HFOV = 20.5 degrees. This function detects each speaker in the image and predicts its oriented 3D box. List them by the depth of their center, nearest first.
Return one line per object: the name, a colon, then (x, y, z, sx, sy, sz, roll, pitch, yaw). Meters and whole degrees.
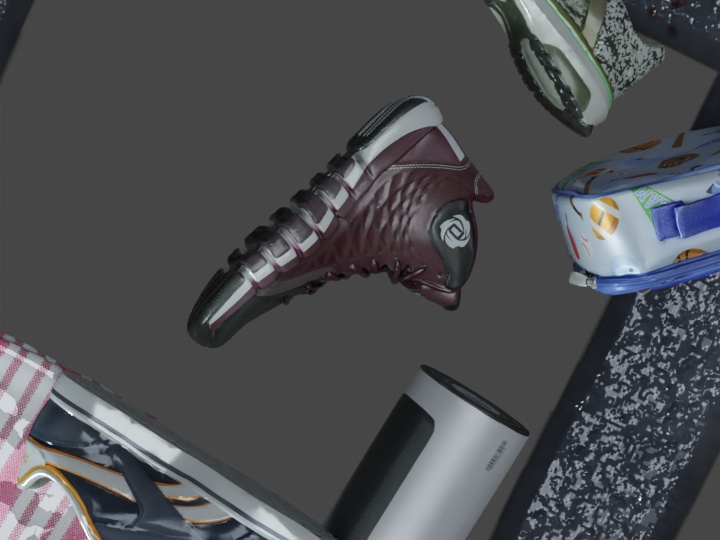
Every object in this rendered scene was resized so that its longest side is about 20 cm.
speaker: (0.018, 0.162, 1.195, 0.081, 0.081, 0.200, 31, 94, -8)

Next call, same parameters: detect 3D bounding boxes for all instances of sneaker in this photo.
sneaker: (-0.106, 0.141, 1.155, 0.199, 0.078, 0.080, 30, 88, 7)
sneaker: (0.115, -0.183, 1.173, 0.088, 0.077, 0.201, -31, 104, -14)
sneaker: (0.000, 0.000, 1.177, 0.200, 0.076, 0.116, -44, 101, 1)

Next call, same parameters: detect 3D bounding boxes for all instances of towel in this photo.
towel: (-0.238, 0.107, 1.192, 0.199, 0.030, 0.147, 30, 93, -7)

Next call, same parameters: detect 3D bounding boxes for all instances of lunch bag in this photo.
lunch bag: (0.208, -0.040, 1.145, 0.199, 0.160, 0.076, -17, 98, -3)
